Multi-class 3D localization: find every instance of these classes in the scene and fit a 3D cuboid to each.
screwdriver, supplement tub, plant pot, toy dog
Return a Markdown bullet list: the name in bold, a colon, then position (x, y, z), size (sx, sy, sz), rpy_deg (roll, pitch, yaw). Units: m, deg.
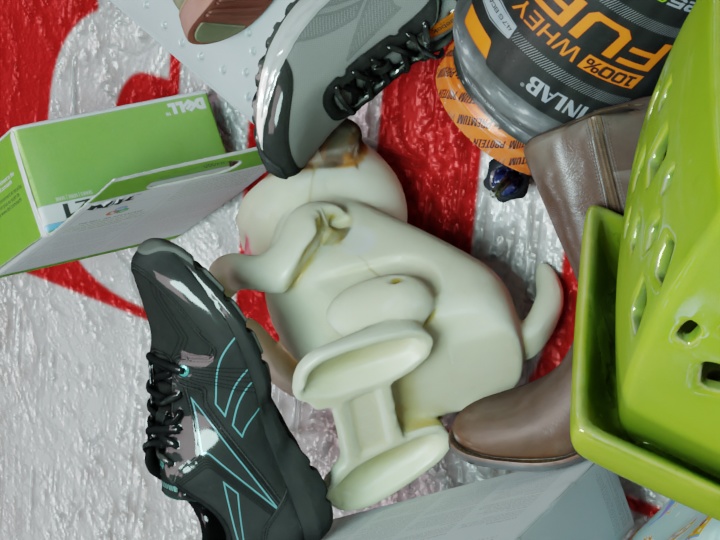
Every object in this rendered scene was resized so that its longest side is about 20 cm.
- **screwdriver**: position (0.074, -0.044, 1.192), size (0.028, 0.200, 0.029), rpy_deg (46, 103, 0)
- **supplement tub**: position (0.129, -0.150, 1.155), size (0.123, 0.122, 0.200), rpy_deg (53, 129, 23)
- **plant pot**: position (0.204, 0.013, 1.019), size (0.199, 0.200, 0.182), rpy_deg (24, 128, -11)
- **toy dog**: position (0.000, 0.000, 1.284), size (0.200, 0.193, 0.140), rpy_deg (57, 176, 40)

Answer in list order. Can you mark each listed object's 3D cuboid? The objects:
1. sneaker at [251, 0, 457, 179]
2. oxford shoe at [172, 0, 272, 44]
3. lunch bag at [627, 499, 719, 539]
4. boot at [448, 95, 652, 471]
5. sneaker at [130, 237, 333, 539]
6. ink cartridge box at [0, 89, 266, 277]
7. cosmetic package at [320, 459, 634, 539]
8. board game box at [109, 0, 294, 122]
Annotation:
- **sneaker**: position (0.008, -0.136, 1.258), size (0.079, 0.074, 0.201), rpy_deg (32, 83, 24)
- **oxford shoe**: position (-0.063, -0.221, 1.324), size (0.200, 0.071, 0.074), rpy_deg (-43, 66, 39)
- **lunch bag**: position (0.181, 0.162, 1.145), size (0.077, 0.160, 0.200), rpy_deg (41, 126, 2)
- **boot**: position (0.109, 0.004, 1.164), size (0.185, 0.064, 0.201), rpy_deg (-13, 121, 14)
- **sneaker**: position (-0.084, 0.079, 1.209), size (0.201, 0.079, 0.075), rpy_deg (65, 163, -17)
- **ink cartridge box**: position (-0.144, -0.069, 1.385), size (0.200, 0.147, 0.076), rpy_deg (-31, 77, 55)
- **cosmetic package**: position (0.031, 0.163, 1.198), size (0.199, 0.151, 0.052), rpy_deg (-18, 94, 29)
- **board game box**: position (-0.079, -0.223, 1.404), size (0.200, 0.026, 0.201), rpy_deg (41, 124, 31)
